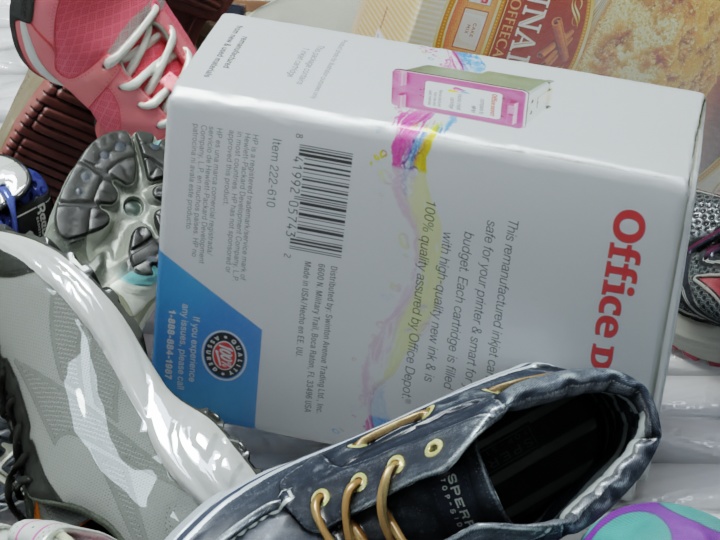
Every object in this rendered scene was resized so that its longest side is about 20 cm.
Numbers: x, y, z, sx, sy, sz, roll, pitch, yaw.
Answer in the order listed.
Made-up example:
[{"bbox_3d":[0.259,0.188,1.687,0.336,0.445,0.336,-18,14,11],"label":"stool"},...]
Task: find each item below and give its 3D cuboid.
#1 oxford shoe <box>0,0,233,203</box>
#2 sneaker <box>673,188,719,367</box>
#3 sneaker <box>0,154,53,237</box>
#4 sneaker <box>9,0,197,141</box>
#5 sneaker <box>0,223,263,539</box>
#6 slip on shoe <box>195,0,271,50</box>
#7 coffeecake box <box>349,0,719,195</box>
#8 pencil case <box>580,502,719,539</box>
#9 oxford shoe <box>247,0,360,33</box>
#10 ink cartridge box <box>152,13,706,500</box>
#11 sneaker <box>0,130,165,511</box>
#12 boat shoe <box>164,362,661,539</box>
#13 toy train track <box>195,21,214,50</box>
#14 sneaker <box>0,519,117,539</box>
[{"bbox_3d":[-0.125,-0.112,1.176,0.200,0.070,0.075,-52,43,11],"label":"oxford shoe"},{"bbox_3d":[0.178,0.001,0.981,0.081,0.075,0.200,-37,37,-20],"label":"sneaker"},{"bbox_3d":[-0.198,-0.006,1.082,0.115,0.081,0.199,-11,28,4],"label":"sneaker"},{"bbox_3d":[-0.088,-0.083,1.092,0.087,0.200,0.074,27,68,33],"label":"sneaker"},{"bbox_3d":[-0.111,0.059,0.910,0.079,0.074,0.200,-33,64,-22],"label":"sneaker"},{"bbox_3d":[-0.053,-0.100,1.242,0.200,0.061,0.076,9,36,-8],"label":"slip on shoe"},{"bbox_3d":[0.106,-0.108,1.054,0.200,0.154,0.073,9,25,-21],"label":"coffeecake box"},{"bbox_3d":[0.059,0.156,0.739,0.092,0.085,0.200,-8,23,40],"label":"pencil case"},{"bbox_3d":[0.004,-0.134,1.193,0.075,0.058,0.200,33,29,18],"label":"oxford shoe"},{"bbox_3d":[0.027,-0.006,0.933,0.200,0.145,0.085,11,30,8],"label":"ink cartridge box"},{"bbox_3d":[-0.131,0.037,1.019,0.078,0.086,0.200,34,59,1],"label":"sneaker"},{"bbox_3d":[0.008,0.087,0.832,0.200,0.071,0.091,-30,1,-16],"label":"boat shoe"},{"bbox_3d":[-0.016,-0.058,1.134,0.200,0.033,0.115,39,10,35],"label":"toy train track"},{"bbox_3d":[-0.108,0.122,0.807,0.088,0.081,0.200,-53,48,4],"label":"sneaker"}]
